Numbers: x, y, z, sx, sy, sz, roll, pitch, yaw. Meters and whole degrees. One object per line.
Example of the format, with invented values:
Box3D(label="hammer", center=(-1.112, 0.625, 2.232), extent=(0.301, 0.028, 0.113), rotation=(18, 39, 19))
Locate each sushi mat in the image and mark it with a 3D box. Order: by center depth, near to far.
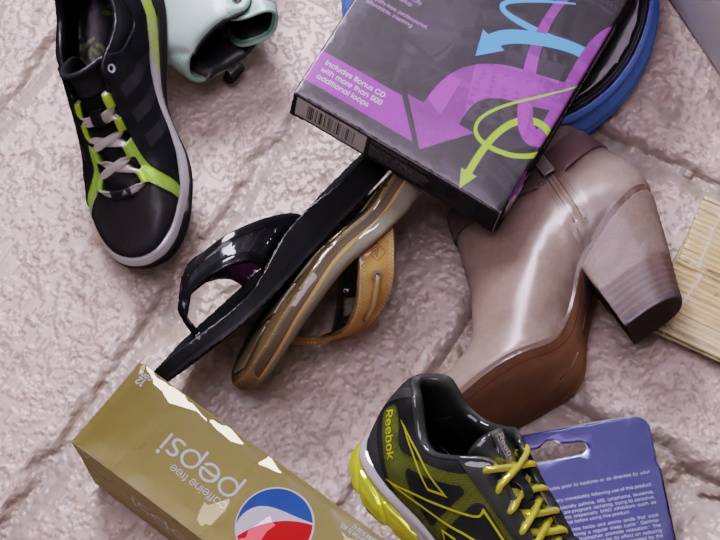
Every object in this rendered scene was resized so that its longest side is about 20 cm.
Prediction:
Box3D(label="sushi mat", center=(0.270, 0.033, 1.462), extent=(0.199, 0.012, 0.096), rotation=(25, 67, 18))

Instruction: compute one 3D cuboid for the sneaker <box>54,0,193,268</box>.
Box3D(label="sneaker", center=(-0.158, -0.099, 1.521), extent=(0.071, 0.083, 0.202), rotation=(-15, 79, 27))

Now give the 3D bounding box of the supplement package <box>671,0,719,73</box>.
Box3D(label="supplement package", center=(0.287, -0.226, 1.514), extent=(0.199, 0.152, 0.151), rotation=(-26, 62, -6))

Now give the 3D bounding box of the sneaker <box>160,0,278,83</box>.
Box3D(label="sneaker", center=(-0.068, -0.205, 1.592), extent=(0.118, 0.074, 0.201), rotation=(39, 83, 30))

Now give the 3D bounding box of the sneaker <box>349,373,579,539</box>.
Box3D(label="sneaker", center=(0.074, 0.135, 1.347), extent=(0.200, 0.085, 0.074), rotation=(38, 41, 24))

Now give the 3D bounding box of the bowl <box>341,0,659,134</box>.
Box3D(label="bowl", center=(0.087, -0.171, 1.547), extent=(0.199, 0.039, 0.202), rotation=(0, 76, -2))

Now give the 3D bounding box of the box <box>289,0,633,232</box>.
Box3D(label="box", center=(0.068, -0.142, 1.489), extent=(0.142, 0.036, 0.201), rotation=(30, 69, 5))

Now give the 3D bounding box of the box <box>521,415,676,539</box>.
Box3D(label="box", center=(0.122, 0.184, 1.394), extent=(0.120, 0.032, 0.201), rotation=(-10, 63, 2))

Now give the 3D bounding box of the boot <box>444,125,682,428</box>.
Box3D(label="boot", center=(0.089, 0.004, 1.478), extent=(0.199, 0.070, 0.147), rotation=(-28, 57, -8))

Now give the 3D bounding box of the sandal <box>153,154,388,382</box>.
Box3D(label="sandal", center=(-0.063, -0.010, 1.493), extent=(0.048, 0.075, 0.201), rotation=(45, 65, -5))

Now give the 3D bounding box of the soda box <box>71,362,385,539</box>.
Box3D(label="soda box", center=(-0.067, 0.139, 1.421), extent=(0.199, 0.068, 0.064), rotation=(34, 72, 21))

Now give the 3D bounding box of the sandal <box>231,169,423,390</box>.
Box3D(label="sandal", center=(0.000, 0.000, 1.488), extent=(0.054, 0.080, 0.200), rotation=(44, 73, -5))
